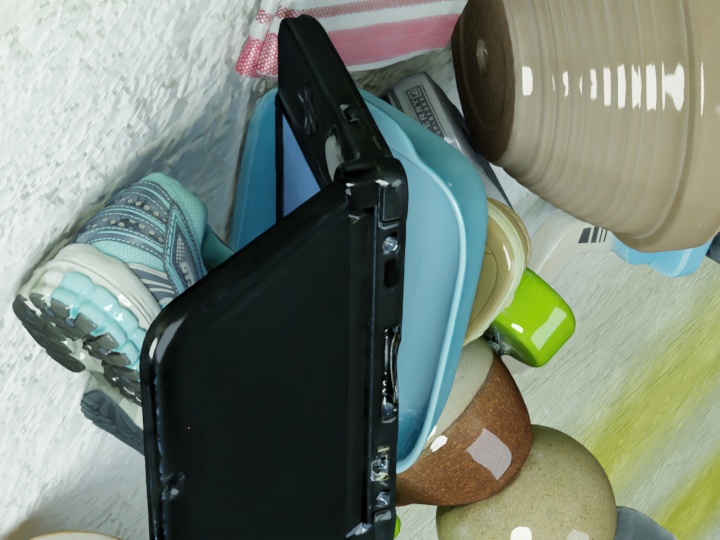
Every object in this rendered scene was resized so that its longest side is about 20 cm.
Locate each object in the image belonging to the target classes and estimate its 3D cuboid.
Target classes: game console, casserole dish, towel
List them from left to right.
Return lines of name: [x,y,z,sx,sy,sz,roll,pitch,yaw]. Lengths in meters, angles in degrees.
game console: [-0.046,0.032,0.891,0.116,0.176,0.200,-11,132,-15]
casserole dish: [0.000,0.000,1.002,0.039,0.121,0.200,-35,148,-40]
towel: [0.024,-0.172,0.951,0.146,0.030,0.200,-17,135,-57]

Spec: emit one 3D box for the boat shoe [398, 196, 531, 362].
boat shoe: [0.023,0.010,1.069,0.063,0.073,0.201,-34,174,-36]

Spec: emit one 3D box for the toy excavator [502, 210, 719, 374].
toy excavator: [0.153,-0.038,1.371,0.200,0.100,0.195,-5,124,-49]

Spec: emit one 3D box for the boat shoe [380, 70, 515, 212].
boat shoe: [0.033,-0.045,1.118,0.057,0.069,0.200,-28,161,7]

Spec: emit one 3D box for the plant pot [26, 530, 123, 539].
plant pot: [-0.105,0.212,1.012,0.200,0.200,0.183,-51,143,-18]

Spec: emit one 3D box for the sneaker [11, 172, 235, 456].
sneaker: [-0.071,0.030,0.956,0.086,0.078,0.200,-55,160,-17]

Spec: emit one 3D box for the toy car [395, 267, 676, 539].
toy car: [0.072,0.118,1.183,0.164,0.200,0.158,-48,-165,-11]

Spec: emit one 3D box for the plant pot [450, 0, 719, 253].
plant pot: [0.099,-0.103,1.060,0.093,0.201,0.201,-8,140,-14]
